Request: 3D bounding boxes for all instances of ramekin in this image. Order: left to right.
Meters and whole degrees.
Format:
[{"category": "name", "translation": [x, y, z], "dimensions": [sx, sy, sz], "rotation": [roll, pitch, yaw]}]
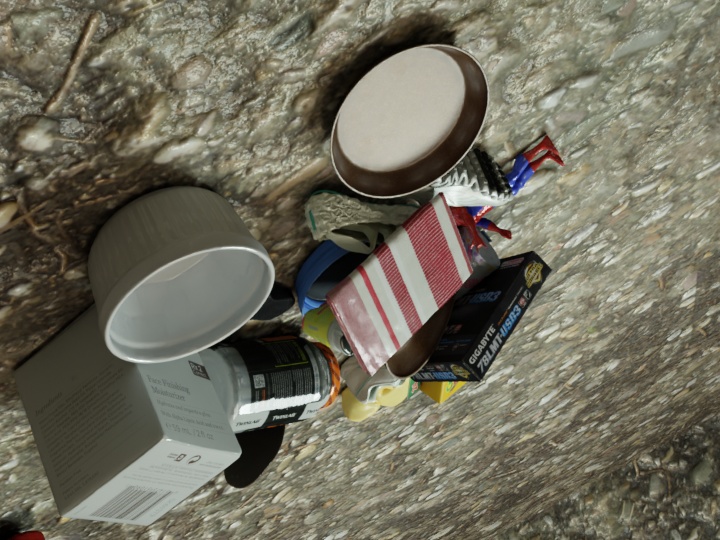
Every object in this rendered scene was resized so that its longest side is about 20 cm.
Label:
[{"category": "ramekin", "translation": [-0.204, 0.000, 1.134], "dimensions": [0.198, 0.106, 0.201], "rotation": [-24, 152, -14]}]

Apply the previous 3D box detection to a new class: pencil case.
[{"category": "pencil case", "translation": [0.111, 0.021, 1.513], "dimensions": [0.200, 0.084, 0.090], "rotation": [-42, 170, 21]}]

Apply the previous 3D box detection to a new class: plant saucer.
[{"category": "plant saucer", "translation": [0.050, -0.171, 1.153], "dimensions": [0.197, 0.035, 0.202], "rotation": [-19, 138, -18]}, {"category": "plant saucer", "translation": [0.071, 0.045, 1.389], "dimensions": [0.200, 0.036, 0.204], "rotation": [-39, 138, -46]}]

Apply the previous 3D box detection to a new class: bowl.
[{"category": "bowl", "translation": [0.000, 0.000, 1.412], "dimensions": [0.198, 0.040, 0.202], "rotation": [-25, 152, -14]}]

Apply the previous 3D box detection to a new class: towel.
[{"category": "towel", "translation": [0.051, 0.016, 1.273], "dimensions": [0.200, 0.023, 0.145], "rotation": [-43, 133, -19]}]

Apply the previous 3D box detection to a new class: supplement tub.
[{"category": "supplement tub", "translation": [-0.132, 0.157, 1.447], "dimensions": [0.198, 0.124, 0.123], "rotation": [-3, 142, -41]}]

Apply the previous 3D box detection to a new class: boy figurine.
[{"category": "boy figurine", "translation": [0.057, 0.187, 1.754], "dimensions": [0.198, 0.065, 0.124], "rotation": [-34, 153, 7]}]

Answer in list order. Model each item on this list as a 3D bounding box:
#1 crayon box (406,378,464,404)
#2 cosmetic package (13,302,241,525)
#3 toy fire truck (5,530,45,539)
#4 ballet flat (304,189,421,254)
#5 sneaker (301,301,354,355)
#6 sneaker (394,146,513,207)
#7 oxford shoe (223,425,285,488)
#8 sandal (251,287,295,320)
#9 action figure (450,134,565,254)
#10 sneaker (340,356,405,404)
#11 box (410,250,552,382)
[{"category": "crayon box", "translation": [0.158, 0.127, 1.673], "dimensions": [0.199, 0.050, 0.129], "rotation": [-34, 142, -36]}, {"category": "cosmetic package", "translation": [-0.278, 0.170, 1.235], "dimensions": [0.164, 0.202, 0.164], "rotation": [-36, 152, 13]}, {"category": "toy fire truck", "translation": [-0.530, 0.410, 1.491], "dimensions": [0.174, 0.130, 0.200], "rotation": [-8, 155, -37]}, {"category": "ballet flat", "translation": [0.018, -0.047, 1.275], "dimensions": [0.197, 0.073, 0.072], "rotation": [8, 136, -29]}, {"category": "sneaker", "translation": [-0.010, 0.057, 1.389], "dimensions": [0.199, 0.089, 0.080], "rotation": [-11, 109, -63]}, {"category": "sneaker", "translation": [0.115, -0.114, 1.317], "dimensions": [0.198, 0.076, 0.081], "rotation": [9, 142, -40]}, {"category": "oxford shoe", "translation": [-0.145, 0.241, 1.532], "dimensions": [0.072, 0.070, 0.202], "rotation": [111, 4, -55]}, {"category": "sandal", "translation": [-0.143, 0.032, 1.328], "dimensions": [0.074, 0.046, 0.200], "rotation": [-30, 168, 11]}, {"category": "action figure", "translation": [0.199, -0.086, 1.417], "dimensions": [0.198, 0.100, 0.065], "rotation": [-34, 152, 10]}, {"category": "sneaker", "translation": [0.061, 0.139, 1.663], "dimensions": [0.199, 0.081, 0.070], "rotation": [-39, 150, 12]}, {"category": "box", "translation": [0.162, 0.070, 1.496], "dimensions": [0.200, 0.050, 0.199], "rotation": [-54, -164, -20]}]
